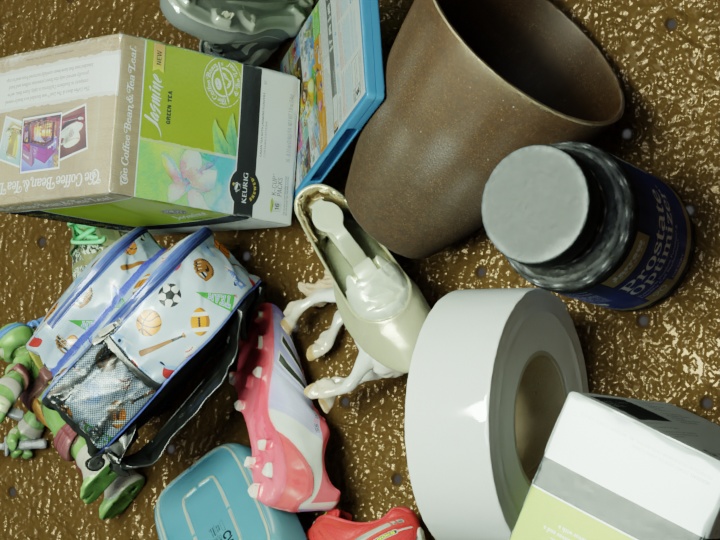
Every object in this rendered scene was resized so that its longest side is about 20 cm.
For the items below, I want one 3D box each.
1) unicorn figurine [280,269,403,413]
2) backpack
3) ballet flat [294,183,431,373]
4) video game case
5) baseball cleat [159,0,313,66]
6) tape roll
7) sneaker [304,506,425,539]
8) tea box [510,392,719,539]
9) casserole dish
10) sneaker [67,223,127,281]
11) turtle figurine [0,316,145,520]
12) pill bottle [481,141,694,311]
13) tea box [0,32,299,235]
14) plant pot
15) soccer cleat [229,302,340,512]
[{"bbox_3d":[0.015,0.060,1.542,0.137,0.074,0.201,-32,63,11],"label":"unicorn figurine"},{"bbox_3d":[-0.177,0.048,1.577,0.190,0.200,0.154,-39,99,11],"label":"backpack"},{"bbox_3d":[0.000,0.000,1.511,0.070,0.069,0.201,-48,48,16],"label":"ballet flat"},{"bbox_3d":[-0.026,-0.159,1.544,0.200,0.018,0.145,131,139,-58],"label":"video game case"},{"bbox_3d":[-0.116,-0.200,1.580,0.106,0.199,0.070,-41,71,29],"label":"baseball cleat"},{"bbox_3d":[0.108,0.113,1.414,0.070,0.202,0.205,-2,82,29],"label":"tape roll"},{"bbox_3d":[-0.031,0.241,1.561,0.198,0.077,0.086,-13,58,26],"label":"sneaker"},{"bbox_3d":[0.203,0.206,1.338,0.133,0.199,0.199,26,97,29],"label":"tea box"},{"bbox_3d":[-0.115,0.221,1.566,0.121,0.039,0.200,-38,39,6],"label":"casserole dish"},{"bbox_3d":[-0.251,-0.058,1.700,0.076,0.088,0.203,-6,81,28],"label":"sneaker"},{"bbox_3d":[-0.301,0.152,1.675,0.194,0.199,0.145,42,138,22],"label":"turtle figurine"},{"bbox_3d":[0.169,-0.034,1.397,0.111,0.199,0.113,-4,81,28],"label":"pill bottle"},{"bbox_3d":[-0.189,-0.109,1.584,0.199,0.195,0.135,-2,83,46],"label":"tea box"},{"bbox_3d":[0.077,-0.111,1.486,0.188,0.186,0.200,54,123,24],"label":"plant pot"},{"bbox_3d":[-0.063,0.117,1.583,0.067,0.076,0.201,-50,35,38],"label":"soccer cleat"}]
